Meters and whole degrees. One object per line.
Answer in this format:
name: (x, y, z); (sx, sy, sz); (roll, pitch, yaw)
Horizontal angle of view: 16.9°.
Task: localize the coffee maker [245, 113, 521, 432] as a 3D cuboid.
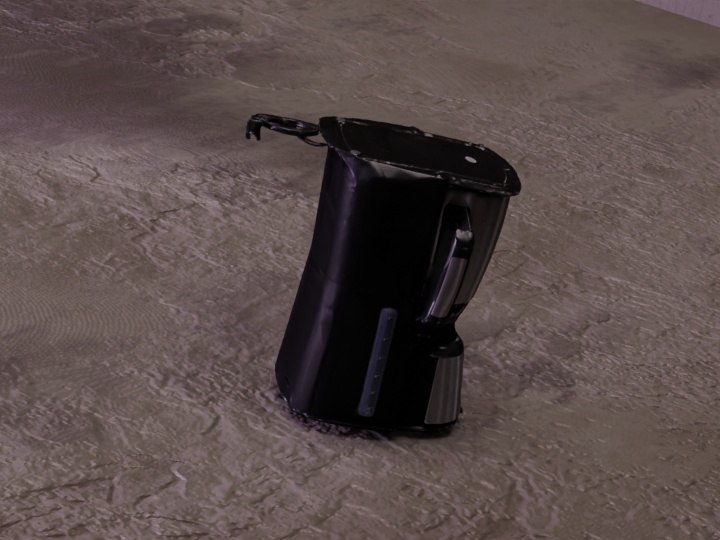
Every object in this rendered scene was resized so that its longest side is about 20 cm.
coffee maker: (0.000, 0.000, 1.730); (0.192, 0.200, 0.135); (18, 18, 10)
